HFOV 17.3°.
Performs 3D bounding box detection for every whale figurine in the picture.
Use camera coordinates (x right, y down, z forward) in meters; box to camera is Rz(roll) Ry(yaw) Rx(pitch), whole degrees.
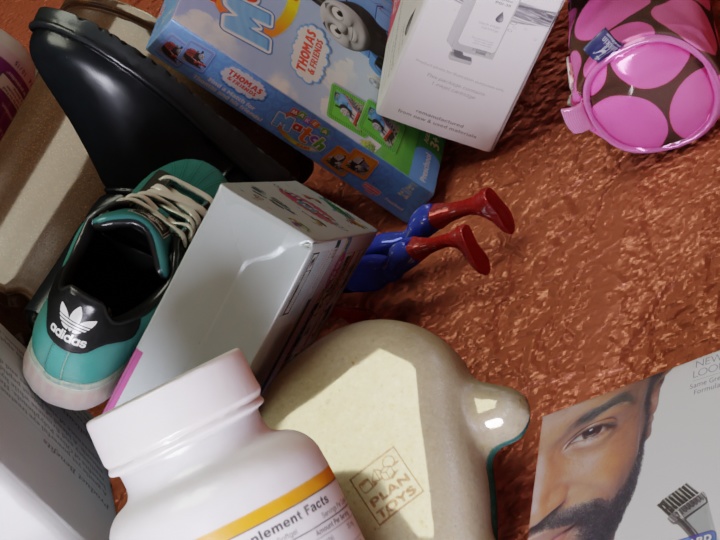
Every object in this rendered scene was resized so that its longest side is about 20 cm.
[{"bbox_3d":[0.028,0.121,1.208,0.159,0.104,0.200,-38,54,2],"label":"whale figurine"}]

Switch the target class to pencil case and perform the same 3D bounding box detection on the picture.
[{"bbox_3d":[0.163,-0.155,1.418,0.093,0.091,0.201,-25,30,20],"label":"pencil case"}]

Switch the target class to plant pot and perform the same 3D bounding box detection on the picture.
[{"bbox_3d":[-0.166,-0.041,1.539,0.200,0.200,0.199,12,64,54],"label":"plant pot"}]

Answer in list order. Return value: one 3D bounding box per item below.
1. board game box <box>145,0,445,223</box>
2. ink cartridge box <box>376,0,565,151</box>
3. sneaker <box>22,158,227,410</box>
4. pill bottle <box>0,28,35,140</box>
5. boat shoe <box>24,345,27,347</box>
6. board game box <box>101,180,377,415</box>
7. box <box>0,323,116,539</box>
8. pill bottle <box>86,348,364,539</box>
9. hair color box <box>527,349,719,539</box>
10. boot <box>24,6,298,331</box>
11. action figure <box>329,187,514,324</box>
[{"bbox_3d":[-0.030,-0.139,1.499,0.037,0.199,0.152,-44,22,39],"label":"board game box"},{"bbox_3d":[0.084,-0.199,1.456,0.147,0.082,0.201,-81,11,-46],"label":"ink cartridge box"},{"bbox_3d":[-0.116,-0.010,1.299,0.200,0.071,0.080,-60,-3,-48],"label":"sneaker"},{"bbox_3d":[-0.342,-0.098,1.876,0.112,0.112,0.201,-10,41,41],"label":"pill bottle"},{"bbox_3d":[-0.251,0.081,1.576,0.071,0.068,0.201,-30,31,16],"label":"boat shoe"},{"bbox_3d":[-0.064,0.029,1.300,0.148,0.064,0.200,-61,-7,7],"label":"board game box"},{"bbox_3d":[-0.260,0.121,1.240,0.200,0.199,0.172,-38,29,8],"label":"box"},{"bbox_3d":[-0.051,0.144,1.111,0.110,0.201,0.111,-26,0,0],"label":"pill bottle"},{"bbox_3d":[0.134,0.138,1.076,0.110,0.064,0.201,-23,32,27],"label":"hair color box"},{"bbox_3d":[-0.152,-0.037,1.411,0.169,0.200,0.076,-57,22,-12],"label":"boot"},{"bbox_3d":[0.000,0.000,1.426,0.199,0.052,0.066,-12,35,38],"label":"action figure"}]
